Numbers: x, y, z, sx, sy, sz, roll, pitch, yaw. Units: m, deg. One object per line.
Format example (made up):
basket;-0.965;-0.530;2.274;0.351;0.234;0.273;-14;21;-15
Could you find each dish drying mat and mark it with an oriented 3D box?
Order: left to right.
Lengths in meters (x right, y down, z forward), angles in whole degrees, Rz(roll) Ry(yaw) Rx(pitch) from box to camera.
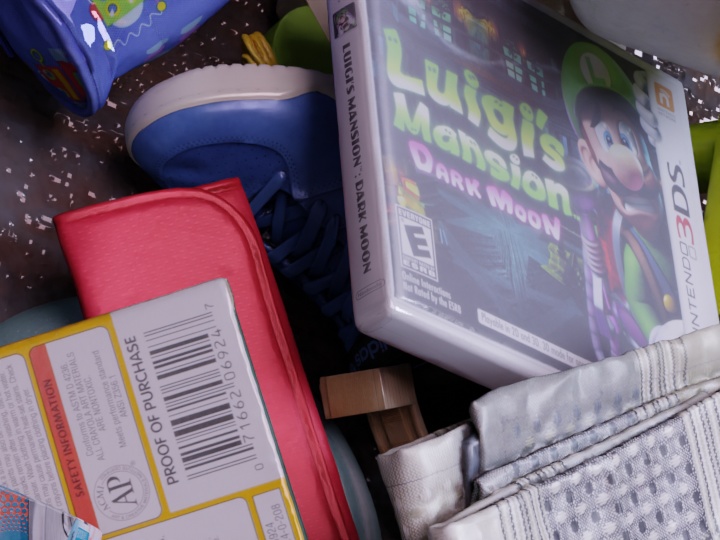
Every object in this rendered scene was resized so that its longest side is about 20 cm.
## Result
dish drying mat;-0.046;0.065;1.077;0.076;0.018;0.201;-13;77;-23

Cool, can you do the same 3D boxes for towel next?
towel;0.107;0.125;1.034;0.192;0.034;0.201;-18;87;-41

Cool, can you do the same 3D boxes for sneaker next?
sneaker;0.001;-0.001;1.150;0.199;0.077;0.112;22;49;-30

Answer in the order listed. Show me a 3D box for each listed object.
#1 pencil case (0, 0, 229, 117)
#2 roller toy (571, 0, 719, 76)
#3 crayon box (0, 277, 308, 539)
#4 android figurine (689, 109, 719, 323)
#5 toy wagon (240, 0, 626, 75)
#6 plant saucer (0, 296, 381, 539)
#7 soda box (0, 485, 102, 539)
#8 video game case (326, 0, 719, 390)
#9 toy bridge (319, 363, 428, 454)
pencil case;-0.059;-0.142;1.154;0.200;0.087;0.078;-39;108;-22
roller toy;0.170;-0.161;1.155;0.139;0.183;0.200;19;15;6
crayon box;-0.121;0.094;1.010;0.199;0.052;0.126;-17;76;-5
android figurine;0.202;-0.033;1.220;0.041;0.199;0.183;46;47;-43
toy wagon;0.023;-0.103;1.236;0.199;0.040;0.156;-25;82;-36
plant saucer;-0.069;0.096;1.088;0.199;0.036;0.201;13;62;-26
soda box;-0.186;0.072;0.952;0.199;0.068;0.064;21;83;5
video game case;0.066;-0.029;1.147;0.199;0.023;0.183;24;49;-39
toy bridge;0.028;0.134;1.118;0.067;0.027;0.201;-5;82;-67
